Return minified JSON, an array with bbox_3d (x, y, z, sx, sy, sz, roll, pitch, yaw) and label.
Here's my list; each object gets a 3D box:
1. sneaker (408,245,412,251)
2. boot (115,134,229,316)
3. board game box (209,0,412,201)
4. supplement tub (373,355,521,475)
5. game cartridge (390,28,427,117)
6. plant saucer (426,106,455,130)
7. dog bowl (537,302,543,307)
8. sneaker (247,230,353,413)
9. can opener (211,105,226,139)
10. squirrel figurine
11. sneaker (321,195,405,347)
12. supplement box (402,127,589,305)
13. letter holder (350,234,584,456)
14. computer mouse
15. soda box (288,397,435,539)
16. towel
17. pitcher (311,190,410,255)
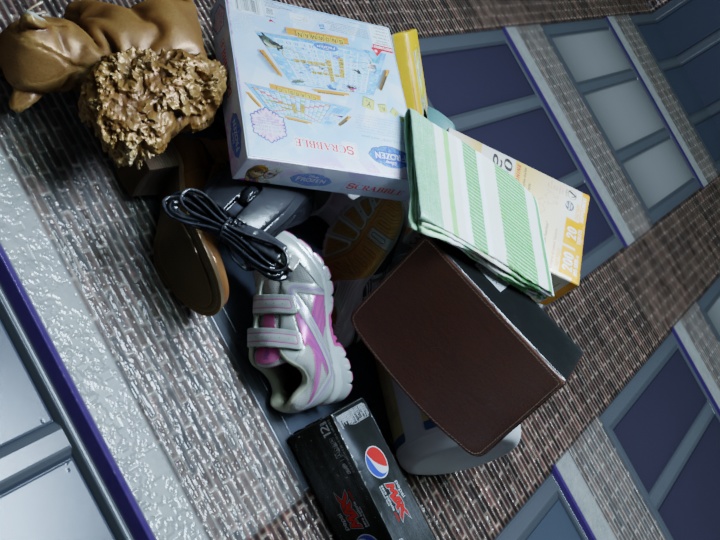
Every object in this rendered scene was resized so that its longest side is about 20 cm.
[{"bbox_3d":[0.125,-0.042,1.215,0.077,0.076,0.200,36,56,19],"label":"sneaker"},{"bbox_3d":[-0.151,-0.054,1.042,0.155,0.077,0.201,-13,64,-52],"label":"boot"},{"bbox_3d":[-0.045,-0.175,1.019,0.198,0.041,0.201,6,60,-30],"label":"board game box"},{"bbox_3d":[0.093,0.118,1.155,0.144,0.144,0.202,15,54,-46],"label":"supplement tub"},{"bbox_3d":[0.076,-0.226,1.378,0.176,0.032,0.202,-68,147,-74],"label":"game cartridge"},{"bbox_3d":[0.119,-0.124,1.372,0.200,0.036,0.203,-5,90,-82],"label":"plant saucer"},{"bbox_3d":[0.176,0.028,1.295,0.058,0.200,0.201,33,39,-9],"label":"dog bowl"},{"bbox_3d":[-0.073,0.057,1.021,0.088,0.081,0.202,-30,106,-50],"label":"sneaker"},{"bbox_3d":[-0.122,-0.152,1.127,0.199,0.064,0.079,36,39,12],"label":"can opener"},{"bbox_3d":[-0.235,-0.190,0.945,0.186,0.143,0.200,-4,38,-45],"label":"squirrel figurine"},{"bbox_3d":[0.000,0.000,1.100,0.076,0.201,0.087,42,25,28],"label":"sneaker"},{"bbox_3d":[0.160,-0.060,1.164,0.198,0.074,0.127,23,61,-16],"label":"supplement box"},{"bbox_3d":[0.107,0.072,1.051,0.200,0.142,0.100,47,25,7],"label":"letter holder"},{"bbox_3d":[-0.094,-0.073,0.988,0.138,0.053,0.200,31,27,3],"label":"computer mouse"},{"bbox_3d":[0.009,0.238,1.022,0.063,0.070,0.201,-18,79,-54],"label":"soda box"},{"bbox_3d":[0.122,-0.065,1.043,0.199,0.023,0.154,27,46,-33],"label":"towel"},{"bbox_3d":[0.017,-0.076,1.201,0.199,0.122,0.171,16,17,-42],"label":"pitcher"}]
